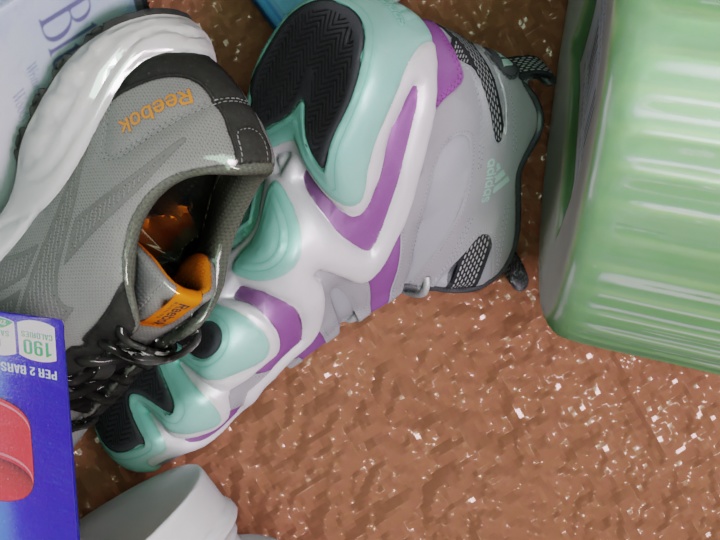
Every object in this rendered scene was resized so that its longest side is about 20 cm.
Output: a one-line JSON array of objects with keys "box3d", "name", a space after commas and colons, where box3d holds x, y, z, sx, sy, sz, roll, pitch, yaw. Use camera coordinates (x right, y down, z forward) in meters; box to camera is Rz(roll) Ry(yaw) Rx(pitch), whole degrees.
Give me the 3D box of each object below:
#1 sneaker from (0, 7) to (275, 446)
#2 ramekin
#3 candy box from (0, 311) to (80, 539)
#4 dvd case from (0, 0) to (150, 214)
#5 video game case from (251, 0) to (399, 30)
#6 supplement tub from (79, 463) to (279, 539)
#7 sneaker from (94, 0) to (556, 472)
[{"box3d": [-0.092, 0.013, 0.946, 0.074, 0.079, 0.201, -2, 129, -46], "name": "sneaker"}, {"box3d": [0.121, -0.060, 0.956, 0.097, 0.200, 0.201, 8, 93, -1], "name": "ramekin"}, {"box3d": [-0.171, 0.102, 0.837, 0.168, 0.077, 0.201, 8, 51, -20], "name": "candy box"}, {"box3d": [-0.147, -0.017, 0.943, 0.200, 0.018, 0.143, -34, 143, -16], "name": "dvd case"}, {"box3d": [0.019, -0.185, 0.995, 0.200, 0.018, 0.143, -39, 119, -3], "name": "video game case"}, {"box3d": [-0.047, 0.182, 0.974, 0.144, 0.145, 0.200, -35, 98, -4], "name": "supplement tub"}, {"box3d": [0.000, 0.000, 1.005, 0.140, 0.078, 0.200, 11, 127, -41], "name": "sneaker"}]
